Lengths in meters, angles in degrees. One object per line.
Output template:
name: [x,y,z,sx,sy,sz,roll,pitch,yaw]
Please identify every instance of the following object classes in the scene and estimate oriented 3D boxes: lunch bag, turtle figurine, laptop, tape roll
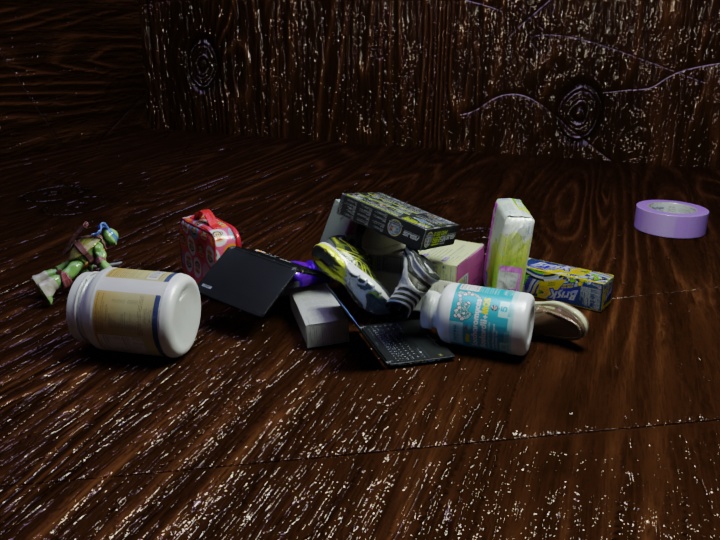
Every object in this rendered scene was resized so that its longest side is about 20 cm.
lunch bag: [-0.327,-0.046,1.596,0.081,0.180,0.199,-16,26,-33]
turtle figurine: [-0.580,0.014,1.574,0.193,0.202,0.144,-34,62,-23]
laptop: [0.050,0.089,1.330,0.196,0.105,0.177,-5,20,-16]
tape roll: [0.899,-0.151,2.140,0.196,0.067,0.201,2,19,-1]
laptop: [-0.191,0.024,1.462,0.175,0.105,0.199,19,2,28]

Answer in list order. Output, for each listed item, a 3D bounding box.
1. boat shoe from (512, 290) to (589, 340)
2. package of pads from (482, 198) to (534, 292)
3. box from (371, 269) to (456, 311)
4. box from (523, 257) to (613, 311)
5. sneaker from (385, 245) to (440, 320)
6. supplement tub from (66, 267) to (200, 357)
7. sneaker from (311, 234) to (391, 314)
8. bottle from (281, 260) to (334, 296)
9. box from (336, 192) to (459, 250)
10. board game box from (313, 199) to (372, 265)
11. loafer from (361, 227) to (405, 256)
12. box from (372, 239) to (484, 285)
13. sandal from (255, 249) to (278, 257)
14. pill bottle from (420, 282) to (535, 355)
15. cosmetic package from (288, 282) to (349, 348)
boat shoe: [0.330,0.098,1.391,0.074,0.076,0.201,-29,26,-31]
package of pads: [0.309,-0.038,1.562,0.067,0.204,0.155,6,19,0]
box: [0.094,0.044,1.493,0.196,0.070,0.082,9,-1,20]
box: [0.435,0.028,1.589,0.197,0.066,0.070,15,23,34]
sneaker: [0.083,0.022,1.383,0.075,0.116,0.201,38,9,-7]
supplement tub: [-0.395,0.071,1.297,0.196,0.147,0.145,5,19,11]
sneaker: [0.000,0.000,1.452,0.199,0.075,0.085,42,50,4]
bottle: [-0.152,0.017,1.594,0.196,0.067,0.083,-8,24,-25]
box: [0.076,-0.101,1.459,0.198,0.045,0.159,25,19,26]
board game box: [-0.002,-0.073,1.619,0.064,0.150,0.199,32,21,28]
loafer: [0.075,-0.082,1.586,0.075,0.070,0.199,14,22,33]
box: [0.150,-0.005,1.624,0.197,0.099,0.175,11,21,26]
sandal: [-0.253,-0.016,1.695,0.202,0.060,0.079,4,19,9]
pill bottle: [0.211,0.085,1.340,0.196,0.113,0.111,7,19,21]
cosmetic package: [-0.083,0.084,1.420,0.081,0.052,0.200,-6,20,-12]
